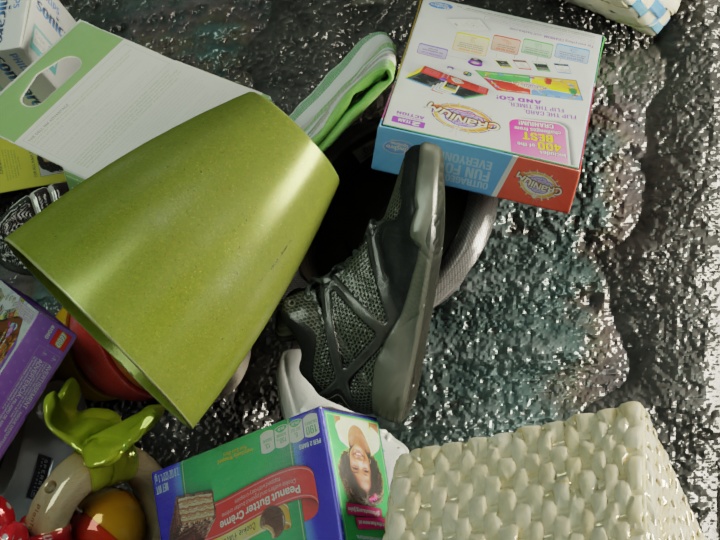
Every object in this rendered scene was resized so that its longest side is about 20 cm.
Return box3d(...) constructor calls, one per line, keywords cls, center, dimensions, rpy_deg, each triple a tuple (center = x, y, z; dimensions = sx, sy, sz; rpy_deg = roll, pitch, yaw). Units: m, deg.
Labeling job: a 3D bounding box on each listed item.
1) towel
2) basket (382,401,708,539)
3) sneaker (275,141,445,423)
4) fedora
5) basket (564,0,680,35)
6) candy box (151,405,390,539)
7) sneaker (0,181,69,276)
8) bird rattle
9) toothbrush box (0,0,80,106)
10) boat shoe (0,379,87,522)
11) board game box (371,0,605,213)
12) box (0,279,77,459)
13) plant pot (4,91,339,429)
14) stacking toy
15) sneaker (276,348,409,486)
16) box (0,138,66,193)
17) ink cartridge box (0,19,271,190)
box3d(cls="towel", center=(-0.029, -0.124, 1.633), dimensions=(0.031, 0.200, 0.149), rpy_deg=(42, 99, -8))
box3d(cls="basket", center=(0.125, 0.213, 1.363), dimensions=(0.197, 0.161, 0.200), rpy_deg=(-14, 29, 16))
box3d(cls="sneaker", center=(0.000, 0.000, 1.494), dimensions=(0.114, 0.076, 0.200), rpy_deg=(13, 96, 8))
box3d(cls="fedora", center=(0.026, -0.023, 1.613), dimensions=(0.176, 0.090, 0.201), rpy_deg=(16, 69, 28))
box3d(cls="basket", center=(0.220, -0.303, 1.659), dimensions=(0.176, 0.139, 0.201), rpy_deg=(24, 83, 32))
box3d(cls="candy box", center=(-0.054, 0.218, 1.470), dimensions=(0.169, 0.077, 0.201), rpy_deg=(-24, 68, 33))
box3d(cls="sneaker", center=(-0.207, -0.035, 1.697), dimensions=(0.199, 0.116, 0.076), rpy_deg=(-21, 81, -19))
box3d(cls="bird rattle", center=(-0.203, 0.188, 1.546), dimensions=(0.112, 0.163, 0.201), rpy_deg=(10, 64, 40))
box3d(cls="toothbrush box", center=(-0.343, -0.176, 1.817), dimensions=(0.199, 0.146, 0.086), rpy_deg=(-7, 61, 17))
box3d(cls="boat shoe", center=(-0.276, 0.179, 1.622), dimensions=(0.070, 0.071, 0.201), rpy_deg=(-1, 68, 54))
box3d(cls="board game box", center=(0.100, -0.131, 1.590), dimensions=(0.152, 0.040, 0.200), rpy_deg=(13, 37, 4))
box3d(cls="box", center=(-0.291, 0.084, 1.638), dimensions=(0.137, 0.039, 0.200), rpy_deg=(-58, 20, -3))
box3d(cls="plant pot", center=(-0.115, -0.024, 1.478), dimensions=(0.200, 0.187, 0.187), rpy_deg=(-45, 56, -9))
box3d(cls="stacking toy", center=(-0.199, 0.057, 1.663), dimensions=(0.199, 0.146, 0.147), rpy_deg=(-21, 55, 33))
box3d(cls="sneaker", center=(-0.004, 0.141, 1.556), dimensions=(0.080, 0.070, 0.201), rpy_deg=(-25, 64, 1))
box3d(cls="box", center=(-0.262, -0.099, 1.779), dimensions=(0.199, 0.075, 0.050), rpy_deg=(-9, 97, 17))
box3d(cls="ink cartridge box", center=(-0.187, -0.112, 1.647), dimensions=(0.199, 0.048, 0.146), rpy_deg=(23, 54, 28))
